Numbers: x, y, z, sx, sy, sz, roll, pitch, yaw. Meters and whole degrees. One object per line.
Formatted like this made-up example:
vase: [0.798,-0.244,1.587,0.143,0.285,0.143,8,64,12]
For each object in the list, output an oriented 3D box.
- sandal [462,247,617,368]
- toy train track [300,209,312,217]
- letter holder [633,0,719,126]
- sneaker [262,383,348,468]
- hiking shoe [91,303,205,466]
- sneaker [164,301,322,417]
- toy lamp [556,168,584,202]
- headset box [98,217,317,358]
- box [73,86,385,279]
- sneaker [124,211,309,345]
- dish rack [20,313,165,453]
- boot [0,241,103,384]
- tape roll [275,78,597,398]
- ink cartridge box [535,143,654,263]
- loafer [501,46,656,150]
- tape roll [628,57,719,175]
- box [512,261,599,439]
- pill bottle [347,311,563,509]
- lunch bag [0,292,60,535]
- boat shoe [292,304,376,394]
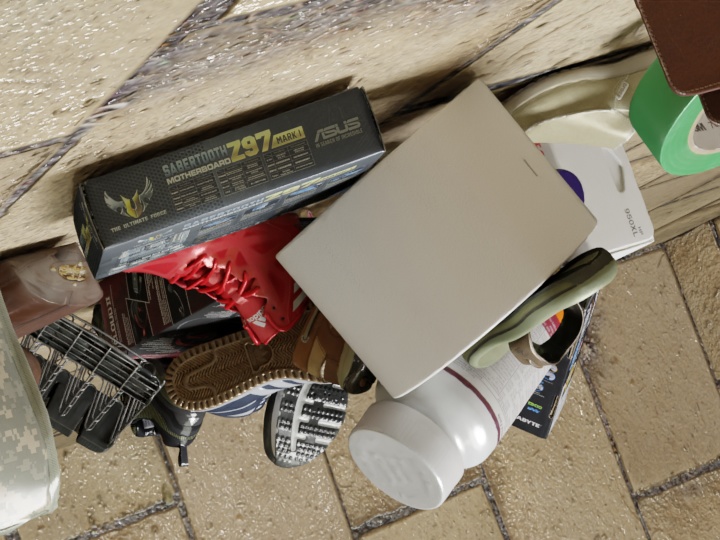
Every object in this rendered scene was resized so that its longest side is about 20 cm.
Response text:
sandal: [0.133,0.041,1.392,0.080,0.057,0.201,-41,-179,-23]
toy train track: [-0.044,-0.025,1.787,0.114,0.033,0.200,-11,167,18]
letter holder: [0.311,-0.163,1.292,0.199,0.143,0.100,-24,173,32]
sneaker: [-0.053,0.082,1.742,0.073,0.202,0.080,25,160,-36]
hiking shoe: [-0.205,0.100,1.778,0.075,0.102,0.200,6,-160,-33]
sneaker: [-0.064,0.077,1.643,0.198,0.071,0.109,-15,170,3]
toy lamp: [0.104,-0.070,1.568,0.058,0.059,0.199,-17,-162,-29]
headset box: [-0.125,0.020,1.666,0.148,0.076,0.199,-2,163,-38]
box: [-0.092,-0.056,1.291,0.198,0.051,0.158,-21,177,-11]
sneaker: [-0.103,0.004,1.499,0.199,0.117,0.078,-15,172,-45]
dish rack: [-0.247,0.082,1.649,0.200,0.153,0.055,-45,-162,56]
boot: [-0.257,0.042,1.486,0.199,0.065,0.186,-28,159,29]
tape roll: [0.056,-0.023,1.402,0.202,0.139,0.203,-40,-179,1]
ink cartridge box: [0.147,-0.055,1.700,0.084,0.146,0.199,-16,172,-39]
loafer: [0.189,-0.129,1.549,0.198,0.069,0.076,-19,174,-14]
tape roll: [0.302,-0.156,1.484,0.199,0.048,0.201,-28,157,-13]
box: [0.098,0.041,1.685,0.199,0.198,0.050,99,18,-50]
pill bottle: [0.080,0.087,1.536,0.200,0.110,0.109,-51,-169,-30]
lunch bag: [-0.292,0.090,1.198,0.117,0.202,0.163,-26,173,42]
boat shoe: [0.000,0.000,1.534,0.073,0.201,0.076,13,151,15]
